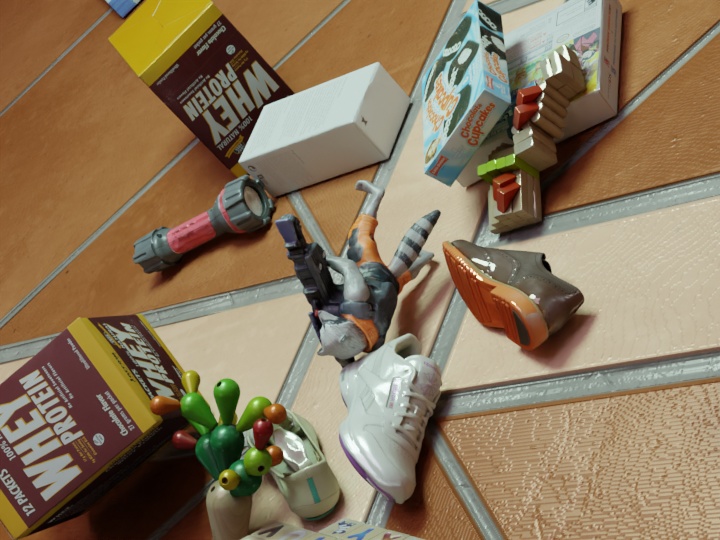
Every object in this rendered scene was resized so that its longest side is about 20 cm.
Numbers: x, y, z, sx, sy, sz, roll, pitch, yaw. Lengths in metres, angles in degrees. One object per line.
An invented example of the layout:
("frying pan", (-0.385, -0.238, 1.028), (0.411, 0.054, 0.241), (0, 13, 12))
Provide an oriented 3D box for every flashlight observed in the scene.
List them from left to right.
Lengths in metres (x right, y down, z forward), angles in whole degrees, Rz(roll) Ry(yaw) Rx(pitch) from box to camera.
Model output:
("flashlight", (-0.201, -0.052, 2.062), (0.199, 0.068, 0.068), (-24, 40, 30))

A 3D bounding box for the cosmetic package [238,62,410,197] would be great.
("cosmetic package", (-0.044, -0.168, 2.003), (0.199, 0.071, 0.102), (-15, 41, 42))

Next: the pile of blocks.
("pile of blocks", (0.159, -0.139, 1.662), (0.082, 0.062, 0.202), (12, 79, 44))

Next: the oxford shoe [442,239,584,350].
("oxford shoe", (0.142, 0.012, 1.569), (0.072, 0.072, 0.200), (-29, 32, -13))

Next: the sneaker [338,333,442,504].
("sneaker", (0.031, 0.130, 1.537), (0.099, 0.075, 0.201), (-36, 31, 17))

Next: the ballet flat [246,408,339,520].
("ballet flat", (-0.073, 0.171, 1.625), (0.070, 0.069, 0.200), (-46, 30, -2))

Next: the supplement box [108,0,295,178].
("supplement box", (-0.201, -0.258, 2.180), (0.133, 0.200, 0.197), (-44, 30, 0))

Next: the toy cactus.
("toy cactus", (-0.134, 0.189, 1.594), (0.101, 0.167, 0.199), (-8, 12, -34))

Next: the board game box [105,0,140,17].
("board game box", (-0.385, -0.551, 2.931), (0.199, 0.043, 0.200), (-45, 29, 1))

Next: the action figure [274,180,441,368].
("action figure", (0.000, 0.000, 1.635), (0.104, 0.201, 0.195), (0, 48, 30))

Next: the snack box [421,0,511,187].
("snack box", (0.109, -0.189, 1.745), (0.117, 0.037, 0.201), (-55, 19, 30))

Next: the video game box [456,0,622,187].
("video game box", (0.187, -0.199, 1.778), (0.199, 0.047, 0.183), (-24, 34, 32))

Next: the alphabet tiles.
("alphabet tiles", (-0.057, 0.259, 1.466), (0.166, 0.008, 0.199), (-23, 16, -34))

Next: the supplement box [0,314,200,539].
("supplement box", (-0.295, 0.159, 1.745), (0.197, 0.133, 0.200), (-39, -7, 8))
